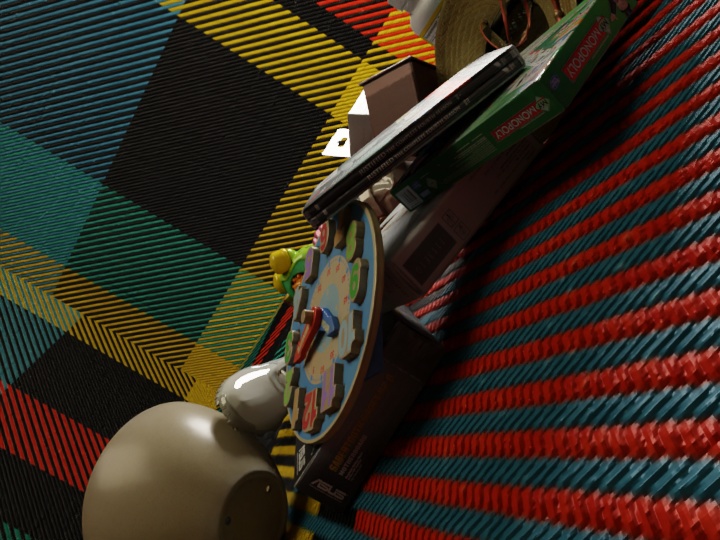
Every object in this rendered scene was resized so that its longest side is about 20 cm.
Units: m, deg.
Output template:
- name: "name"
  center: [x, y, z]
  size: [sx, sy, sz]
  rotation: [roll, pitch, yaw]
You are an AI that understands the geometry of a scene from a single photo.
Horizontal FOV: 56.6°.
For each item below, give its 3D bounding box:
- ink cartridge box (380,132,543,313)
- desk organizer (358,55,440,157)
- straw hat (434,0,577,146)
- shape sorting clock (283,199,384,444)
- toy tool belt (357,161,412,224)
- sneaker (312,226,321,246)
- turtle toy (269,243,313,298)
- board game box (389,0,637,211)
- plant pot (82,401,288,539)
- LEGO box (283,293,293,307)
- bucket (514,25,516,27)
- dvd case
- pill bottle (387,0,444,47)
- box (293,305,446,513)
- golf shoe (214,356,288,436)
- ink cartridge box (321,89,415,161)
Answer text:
- name: "ink cartridge box"
  center: [0.057, -0.039, 0.620]
  size: [0.200, 0.044, 0.173]
  rotation: [-49, 8, -26]
- name: "desk organizer"
  center: [0.093, -0.175, 0.767]
  size: [0.072, 0.077, 0.200]
  rotation: [-17, -9, 38]
- name: "straw hat"
  center: [0.162, -0.210, 0.632]
  size: [0.085, 0.202, 0.201]
  rotation: [-16, -15, -28]
- name: "shape sorting clock"
  center: [-0.029, 0.040, 0.547]
  size: [0.200, 0.039, 0.201]
  rotation: [-170, 90, -68]
- name: "toy tool belt"
  center: [0.030, -0.115, 1.000]
  size: [0.123, 0.124, 0.200]
  rotation: [-62, 25, 27]
- name: "sneaker"
  center: [0.000, 0.000, 0.778]
  size: [0.095, 0.079, 0.200]
  rotation: [-22, -32, -20]
- name: "turtle toy"
  center: [-0.066, 0.020, 1.114]
  size: [0.145, 0.101, 0.200]
  rotation: [-21, -24, -12]
- name: "board game box"
  center: [0.113, -0.132, 0.535]
  size: [0.135, 0.029, 0.200]
  rotation: [-52, 10, -28]
- name: "plant pot"
  center: [-0.152, 0.238, 0.673]
  size: [0.134, 0.201, 0.201]
  rotation: [-4, 46, 38]
- name: "LEGO box"
  center: [-0.093, 0.013, 1.508]
  size: [0.149, 0.077, 0.200]
  rotation: [-61, 7, -17]
- name: "bucket"
  center: [0.187, -0.383, 0.786]
  size: [0.135, 0.207, 0.208]
  rotation: [-53, 9, 50]
- name: "dvd case"
  center: [0.038, -0.115, 0.566]
  size: [0.200, 0.022, 0.146]
  rotation: [-36, 12, 9]
- name: "pill bottle"
  center: [0.142, -0.349, 0.914]
  size: [0.113, 0.200, 0.112]
  rotation: [-57, 7, 11]
- name: "box"
  center: [0.000, 0.105, 0.618]
  size: [0.159, 0.048, 0.200]
  rotation: [-59, 7, 4]
- name: "golf shoe"
  center: [-0.075, 0.114, 0.740]
  size: [0.097, 0.078, 0.200]
  rotation: [-47, -16, 25]
- name: "ink cartridge box"
  center: [0.050, -0.209, 0.955]
  size: [0.115, 0.199, 0.068]
  rotation: [-69, -20, -56]
